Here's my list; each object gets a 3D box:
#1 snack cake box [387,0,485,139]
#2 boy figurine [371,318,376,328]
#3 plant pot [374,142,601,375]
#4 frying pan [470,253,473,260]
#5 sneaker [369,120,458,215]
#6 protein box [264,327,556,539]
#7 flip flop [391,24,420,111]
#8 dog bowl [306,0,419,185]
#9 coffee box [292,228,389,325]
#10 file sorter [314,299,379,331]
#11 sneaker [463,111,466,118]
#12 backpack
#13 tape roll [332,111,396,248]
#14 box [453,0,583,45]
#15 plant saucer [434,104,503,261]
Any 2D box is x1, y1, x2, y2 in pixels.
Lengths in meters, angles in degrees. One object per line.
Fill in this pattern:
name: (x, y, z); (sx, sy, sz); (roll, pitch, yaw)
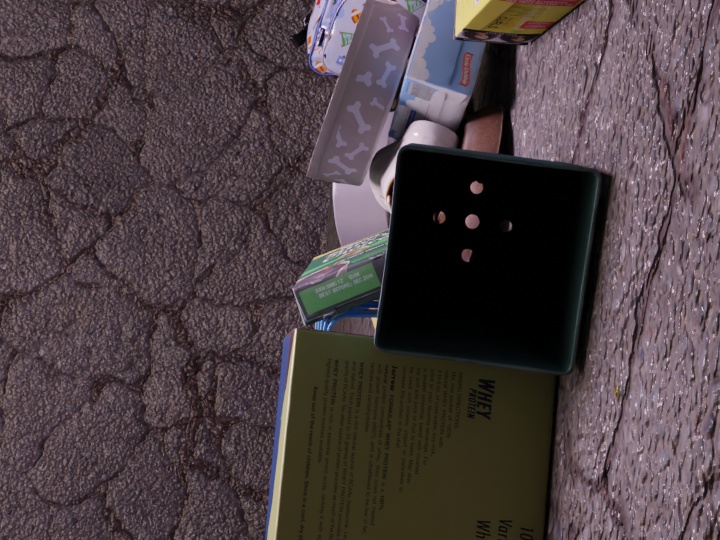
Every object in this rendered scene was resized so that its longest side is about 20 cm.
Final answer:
snack cake box: (0.089, -0.232, 1.336); (0.115, 0.066, 0.202); (106, 180, -65)
boy figurine: (0.043, 0.046, 1.737); (0.125, 0.063, 0.202); (103, 171, -54)
plant pot: (0.090, -0.023, 1.021); (0.200, 0.139, 0.144); (-76, -7, -80)
frying pan: (0.097, 0.041, 1.397); (0.190, 0.030, 0.117); (159, 118, -81)
sneaker: (0.040, -0.078, 1.351); (0.200, 0.072, 0.086); (120, 169, -74)
protein box: (0.033, 0.155, 1.046); (0.135, 0.197, 0.202); (145, 131, -82)
flip flop: (0.063, -0.248, 1.557); (0.200, 0.057, 0.082); (-48, -12, -44)
dog bowl: (0.004, -0.177, 1.361); (0.200, 0.058, 0.203); (-161, 89, -88)
coffee box: (0.000, 0.000, 1.402); (0.200, 0.121, 0.045); (-58, -53, -79)
file sorter: (0.016, 0.101, 1.417); (0.200, 0.121, 0.141); (-143, 55, -83)
sneaker: (0.078, -0.136, 1.501); (0.100, 0.074, 0.203); (103, 171, -58)
backpack: (0.028, -0.327, 1.708); (0.155, 0.197, 0.193); (-107, 29, -63)
tape roll: (0.031, -0.095, 1.597); (0.200, 0.065, 0.204); (1, -90, -71)
box: (0.128, -0.228, 1.114); (0.200, 0.074, 0.051); (170, 104, -83)
plant saucer: (0.094, -0.068, 1.325); (0.200, 0.034, 0.203); (-164, 89, -86)
